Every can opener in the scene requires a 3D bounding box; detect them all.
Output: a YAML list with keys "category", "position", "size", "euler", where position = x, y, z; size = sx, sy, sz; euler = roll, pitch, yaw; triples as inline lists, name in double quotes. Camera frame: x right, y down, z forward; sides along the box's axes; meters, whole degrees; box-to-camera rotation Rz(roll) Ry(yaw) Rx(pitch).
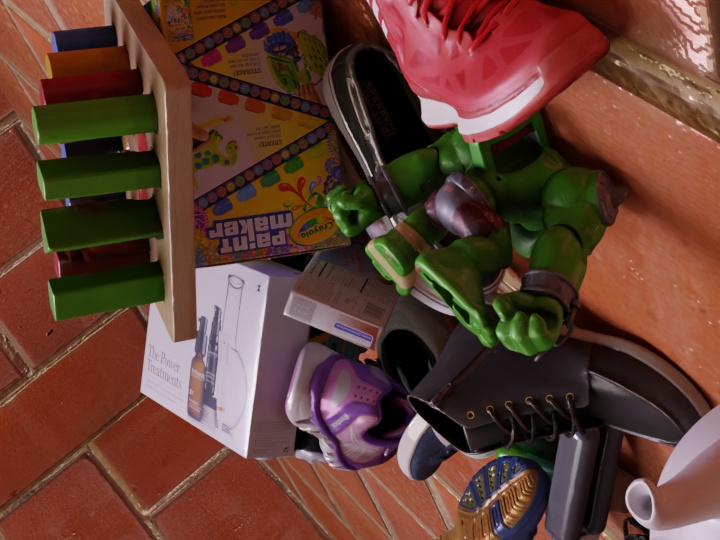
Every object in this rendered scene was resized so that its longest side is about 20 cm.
- category: "can opener"
  position: [0.180, 0.200, 1.050]
  size: [0.067, 0.053, 0.201]
  euler: [41, 138, 43]

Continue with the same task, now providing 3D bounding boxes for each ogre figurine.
- category: "ogre figurine"
  position: [0.075, -0.032, 0.803]
  size: [0.098, 0.120, 0.200]
  euler: [52, 169, -21]

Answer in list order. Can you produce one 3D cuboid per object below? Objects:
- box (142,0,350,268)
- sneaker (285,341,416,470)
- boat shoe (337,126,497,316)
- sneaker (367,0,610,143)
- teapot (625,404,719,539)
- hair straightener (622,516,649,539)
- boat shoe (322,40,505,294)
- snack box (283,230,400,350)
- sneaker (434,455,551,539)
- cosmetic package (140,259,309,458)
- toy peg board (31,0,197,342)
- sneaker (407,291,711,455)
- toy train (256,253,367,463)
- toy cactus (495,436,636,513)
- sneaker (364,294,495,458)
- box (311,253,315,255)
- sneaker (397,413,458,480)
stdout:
- category: "box"
  position: [-0.104, -0.108, 1.040]
  size: [0.200, 0.121, 0.194]
  euler: [-169, 72, -71]
- category: "sneaker"
  position: [0.010, 0.125, 1.131]
  size: [0.088, 0.081, 0.200]
  euler: [9, 162, 21]
- category: "boat shoe"
  position: [0.033, -0.054, 1.004]
  size: [0.201, 0.071, 0.070]
  euler: [56, 171, 12]
- category: "sneaker"
  position: [0.048, -0.136, 0.718]
  size: [0.116, 0.078, 0.200]
  euler: [53, 166, -13]
- category: "teapot"
  position: [0.233, 0.179, 0.767]
  size: [0.200, 0.146, 0.198]
  euler: [48, 167, 11]
- category: "hair straightener"
  position: [0.223, 0.202, 1.013]
  size: [0.041, 0.076, 0.200]
  euler: [66, 170, 3]
- category: "boat shoe"
  position: [0.041, -0.066, 0.933]
  size: [0.201, 0.071, 0.064]
  euler: [56, 167, -9]
- category: "snack box"
  position: [0.000, 0.000, 1.047]
  size: [0.071, 0.024, 0.200]
  euler: [21, -156, 4]
- category: "sneaker"
  position: [0.120, 0.228, 1.131]
  size: [0.087, 0.076, 0.201]
  euler: [18, 132, -14]
- category: "cosmetic package"
  position: [-0.118, 0.058, 1.159]
  size: [0.199, 0.051, 0.152]
  euler: [19, 102, 53]
- category: "toy peg board"
  position: [-0.189, -0.078, 0.966]
  size: [0.199, 0.097, 0.201]
  euler: [-125, 32, -52]
- category: "sneaker"
  position: [0.133, 0.096, 0.918]
  size: [0.199, 0.106, 0.075]
  euler: [22, 150, 38]
- category: "toy train"
  position: [-0.050, 0.075, 1.221]
  size: [0.113, 0.202, 0.085]
  euler: [9, 177, 8]
- category: "toy cactus"
  position: [0.160, 0.172, 1.141]
  size: [0.165, 0.102, 0.201]
  euler: [11, 129, 56]
- category: "sneaker"
  position: [0.067, 0.110, 1.200]
  size: [0.201, 0.073, 0.118]
  euler: [59, -161, -20]
- category: "box"
  position: [-0.069, -0.020, 1.361]
  size: [0.201, 0.096, 0.176]
  euler: [55, 166, -15]
- category: "sneaker"
  position: [0.098, 0.114, 1.065]
  size: [0.084, 0.075, 0.201]
  euler: [39, 132, 14]
